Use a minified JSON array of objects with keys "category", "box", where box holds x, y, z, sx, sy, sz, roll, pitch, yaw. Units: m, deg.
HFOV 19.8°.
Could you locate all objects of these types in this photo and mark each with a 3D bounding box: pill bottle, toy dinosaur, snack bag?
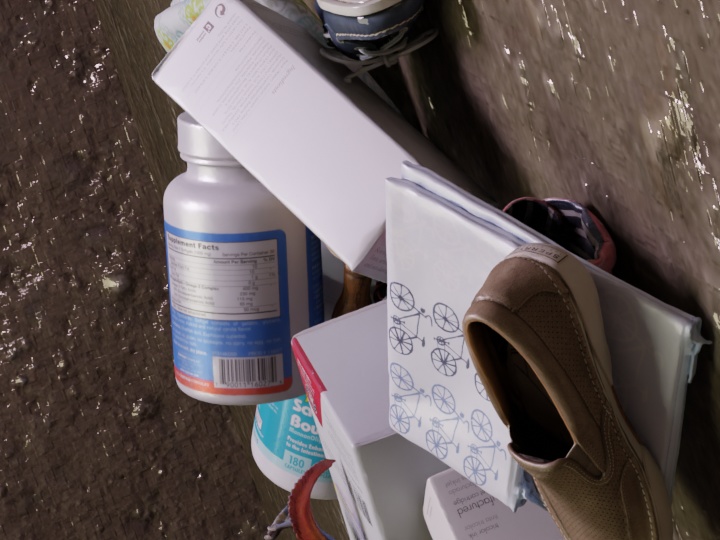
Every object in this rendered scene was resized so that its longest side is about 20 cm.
[{"category":"pill bottle","box":[-0.083,-0.014,1.468,0.112,0.112,0.200,-137,44,-69]},{"category":"pill bottle","box":[-0.019,0.072,1.597,0.111,0.111,0.200,-121,33,-47]},{"category":"toy dinosaur","box":[-0.014,0.246,1.343,0.181,0.105,0.200,45,154,10]},{"category":"snack bag","box":[0.090,0.058,1.087,0.200,0.021,0.189,31,138,32]}]

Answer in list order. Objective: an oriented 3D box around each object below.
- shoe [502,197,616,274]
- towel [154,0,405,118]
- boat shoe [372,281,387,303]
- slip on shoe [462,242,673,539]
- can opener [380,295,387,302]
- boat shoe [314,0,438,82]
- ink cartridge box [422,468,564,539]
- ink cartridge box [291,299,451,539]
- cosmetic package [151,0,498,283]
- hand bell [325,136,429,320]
[{"category":"shoe","box":[0.090,-0.007,1.149,0.200,0.071,0.091,44,152,57]},{"category":"towel","box":[-0.060,-0.141,1.489,0.171,0.048,0.200,45,162,-15]},{"category":"boat shoe","box":[0.041,0.021,1.489,0.074,0.063,0.202,121,130,-81]},{"category":"slip on shoe","box":[0.101,0.085,1.028,0.076,0.061,0.200,9,127,40]},{"category":"can opener","box":[0.022,0.085,1.456,0.066,0.053,0.200,26,135,12]},{"category":"boat shoe","box":[0.006,-0.157,1.275,0.200,0.075,0.062,-142,34,-74]},{"category":"ink cartridge box","box":[0.128,0.199,1.205,0.067,0.116,0.200,95,152,-66]},{"category":"ink cartridge box","box":[0.061,0.132,1.348,0.145,0.145,0.200,-126,18,-57]},{"category":"cosmetic package","box":[-0.021,-0.080,1.287,0.200,0.081,0.113,46,-167,28]},{"category":"hand bell","box":[0.000,0.000,1.440,0.200,0.104,0.104,96,154,-47]}]
